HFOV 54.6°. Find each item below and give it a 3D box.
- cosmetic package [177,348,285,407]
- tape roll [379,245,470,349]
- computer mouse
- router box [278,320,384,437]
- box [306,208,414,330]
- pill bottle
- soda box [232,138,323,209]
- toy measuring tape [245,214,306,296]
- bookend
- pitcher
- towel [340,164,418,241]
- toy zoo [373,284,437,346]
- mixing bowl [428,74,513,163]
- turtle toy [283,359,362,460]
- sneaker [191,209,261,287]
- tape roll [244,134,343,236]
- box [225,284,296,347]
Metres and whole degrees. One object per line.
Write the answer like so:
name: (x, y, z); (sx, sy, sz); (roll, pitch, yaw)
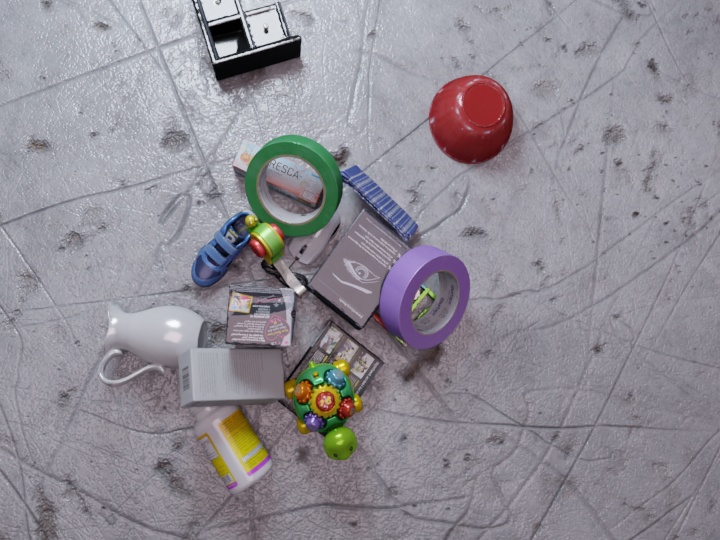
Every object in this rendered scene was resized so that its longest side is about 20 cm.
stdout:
cosmetic package: (-0.252, 0.210, 1.371); (0.197, 0.071, 0.103); (6, 68, -36)
tape roll: (0.134, 0.055, 1.428); (0.198, 0.065, 0.204); (-18, 120, -35)
computer mouse: (-0.116, -0.057, 1.495); (0.109, 0.044, 0.201); (36, 82, -1)
router box: (-0.065, 0.230, 1.468); (0.148, 0.051, 0.201); (37, 82, -4)
box: (0.000, 0.000, 1.450); (0.147, 0.104, 0.201); (38, 83, -2)
pill bottle: (-0.268, 0.339, 1.409); (0.103, 0.104, 0.202); (-32, 89, -8)
soda box: (-0.171, -0.204, 1.490); (0.197, 0.068, 0.065); (25, 82, -4)
toy measuring tape: (-0.168, -0.030, 1.418); (0.073, 0.073, 0.201); (-38, 105, -9)
bookend: (-0.249, -0.544, 1.503); (0.196, 0.092, 0.202); (-17, 86, -9)
pitcher: (-0.418, 0.154, 1.399); (0.196, 0.122, 0.175); (6, 70, 1)
towel: (0.040, -0.146, 1.478); (0.200, 0.145, 0.024); (44, 108, -1)
toy zoo: (0.065, 0.048, 1.516); (0.200, 0.020, 0.132); (42, 82, -1)
mixing bowl: (0.255, -0.348, 1.532); (0.196, 0.108, 0.205); (1, 84, -6)
turtle toy: (-0.064, 0.277, 1.387); (0.143, 0.101, 0.203); (-21, 90, -7)
sneaker: (-0.283, -0.053, 1.457); (0.074, 0.082, 0.201); (40, 83, -3)
tape roll: (-0.135, -0.171, 1.417); (0.196, 0.048, 0.204); (6, 119, 11)
box: (-0.195, 0.095, 1.392); (0.129, 0.200, 0.117); (4, 86, -6)
